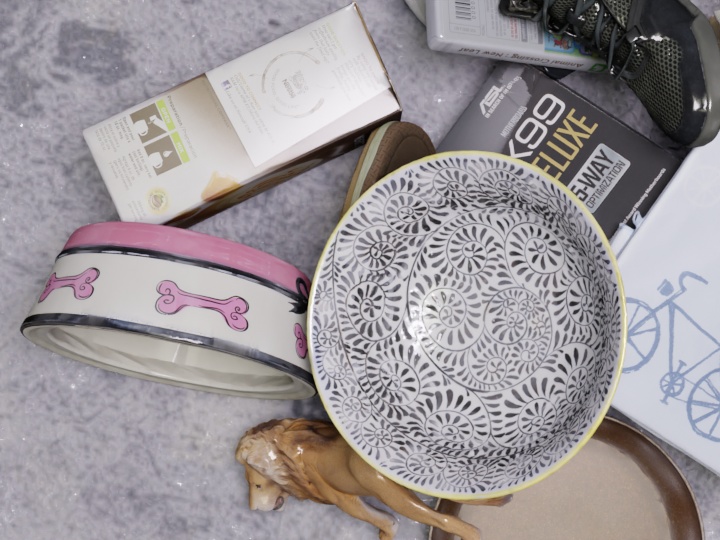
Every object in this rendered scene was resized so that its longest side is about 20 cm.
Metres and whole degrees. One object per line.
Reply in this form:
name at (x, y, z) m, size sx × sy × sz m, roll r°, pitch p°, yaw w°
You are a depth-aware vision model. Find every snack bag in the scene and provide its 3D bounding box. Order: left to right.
snack bag at (0.239, 0.021, 0.869) m, size 0.188 × 0.021 × 0.201 m, roll 32°, pitch 97°, yaw -15°

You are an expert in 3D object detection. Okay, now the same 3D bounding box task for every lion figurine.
lion figurine at (0.003, 0.134, 0.905) m, size 0.122 × 0.199 × 0.073 m, roll 36°, pitch 59°, yaw -20°

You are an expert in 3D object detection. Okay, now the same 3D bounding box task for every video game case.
video game case at (0.124, -0.235, 0.913) m, size 0.180 × 0.022 × 0.202 m, roll 4°, pitch 74°, yaw -23°

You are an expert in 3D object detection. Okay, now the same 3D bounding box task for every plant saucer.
plant saucer at (0.147, 0.200, 0.968) m, size 0.198 × 0.032 × 0.203 m, roll 0°, pitch 90°, yaw 0°

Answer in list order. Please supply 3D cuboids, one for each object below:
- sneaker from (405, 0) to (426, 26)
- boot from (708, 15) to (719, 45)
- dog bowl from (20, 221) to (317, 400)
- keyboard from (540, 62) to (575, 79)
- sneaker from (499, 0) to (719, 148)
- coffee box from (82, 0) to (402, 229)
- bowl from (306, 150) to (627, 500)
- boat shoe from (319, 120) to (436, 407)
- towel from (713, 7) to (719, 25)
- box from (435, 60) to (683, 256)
sneaker at (0.028, -0.236, 0.929) m, size 0.075 × 0.087 × 0.201 m, roll -37°, pitch 88°, yaw 23°
boot at (0.314, -0.116, 0.927) m, size 0.199 × 0.072 × 0.167 m, roll -27°, pitch 87°, yaw -20°
dog bowl at (-0.118, 0.028, 0.892) m, size 0.198 × 0.200 × 0.075 m, roll 11°, pitch 77°, yaw 0°
keyboard at (0.112, -0.234, 0.930) m, size 0.040 × 0.104 × 0.201 m, roll -32°, pitch 91°, yaw 41°
sneaker at (0.148, -0.156, 0.838) m, size 0.113 × 0.076 × 0.201 m, roll -10°, pitch 65°, yaw -19°
coffee box at (-0.076, -0.097, 0.923) m, size 0.199 × 0.114 × 0.080 m, roll -25°, pitch 90°, yaw 1°
bowl at (0.075, 0.034, 0.818) m, size 0.199 × 0.094 × 0.203 m, roll -2°, pitch 84°, yaw 24°
boat shoe at (0.000, 0.000, 0.897) m, size 0.071 × 0.076 × 0.202 m, roll 14°, pitch 85°, yaw -36°
towel at (0.338, -0.126, 0.872) m, size 0.192 × 0.035 × 0.201 m, roll -32°, pitch 89°, yaw -30°
box at (0.106, -0.026, 0.920) m, size 0.157 × 0.050 × 0.201 m, roll 39°, pitch 93°, yaw 29°
